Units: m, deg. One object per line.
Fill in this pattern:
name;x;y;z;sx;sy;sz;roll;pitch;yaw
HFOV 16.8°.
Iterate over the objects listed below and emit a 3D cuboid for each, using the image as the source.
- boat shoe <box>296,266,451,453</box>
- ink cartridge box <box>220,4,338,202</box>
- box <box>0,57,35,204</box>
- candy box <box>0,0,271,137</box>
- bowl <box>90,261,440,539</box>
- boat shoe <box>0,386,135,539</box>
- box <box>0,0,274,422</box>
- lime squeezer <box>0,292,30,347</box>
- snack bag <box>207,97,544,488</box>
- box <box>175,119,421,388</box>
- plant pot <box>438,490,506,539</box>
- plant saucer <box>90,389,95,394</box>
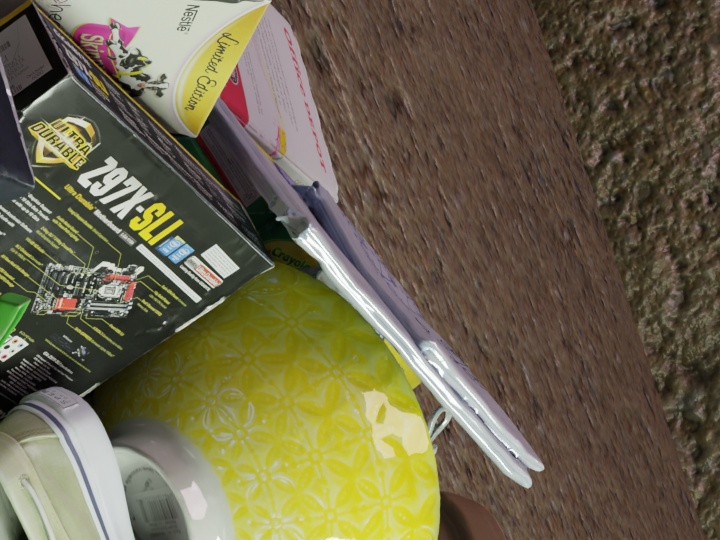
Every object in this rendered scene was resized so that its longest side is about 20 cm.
boat shoe;0.007;0.089;1.225;0.075;0.086;0.203;-27;97;-58
ink cartridge box;-0.099;-0.122;1.560;0.200;0.085;0.148;44;28;-62
box;-0.231;-0.065;0.868;0.200;0.147;0.105;26;45;-72
candy box;-0.150;-0.116;1.038;0.136;0.199;0.061;127;-38;-62
bowl;-0.070;0.104;1.164;0.108;0.200;0.201;-22;92;-46
boat shoe;-0.133;0.152;1.116;0.062;0.072;0.201;-31;114;-37
box;-0.149;-0.012;1.056;0.049;0.159;0.200;59;8;32
lime squeezer;-0.169;0.092;1.047;0.038;0.070;0.201;-61;156;-62
snack bag;0.000;0.000;1.189;0.200;0.021;0.189;48;3;-32
box;-0.028;-0.001;1.365;0.200;0.048;0.117;48;6;-46
plant pot;-0.002;0.212;1.347;0.092;0.201;0.201;18;42;-25
plant saucer;-0.163;-0.019;1.279;0.200;0.037;0.201;-21;90;-75
